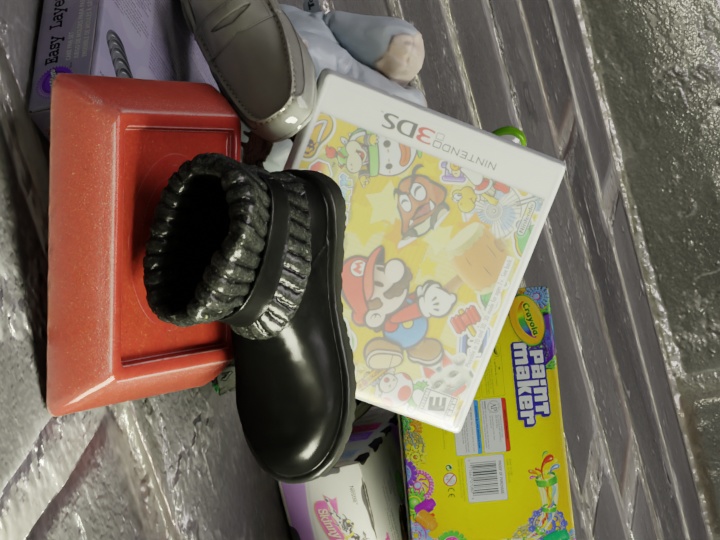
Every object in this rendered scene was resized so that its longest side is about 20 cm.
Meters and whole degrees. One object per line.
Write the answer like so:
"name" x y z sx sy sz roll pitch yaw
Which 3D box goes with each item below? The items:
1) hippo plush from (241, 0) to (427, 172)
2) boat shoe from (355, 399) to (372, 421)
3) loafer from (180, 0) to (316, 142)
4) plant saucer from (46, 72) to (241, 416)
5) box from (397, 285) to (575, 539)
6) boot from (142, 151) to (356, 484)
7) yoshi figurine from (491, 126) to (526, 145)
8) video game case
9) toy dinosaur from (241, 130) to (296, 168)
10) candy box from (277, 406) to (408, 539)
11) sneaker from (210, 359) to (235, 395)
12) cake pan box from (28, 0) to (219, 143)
"hippo plush" -0.039 -0.153 1.564 0.161 0.158 0.202 -21 99 -74
"boat shoe" -0.019 0.044 1.677 0.065 0.073 0.201 53 24 -34
"loafer" -0.086 -0.167 1.367 0.070 0.070 0.201 42 15 -50
"plant saucer" -0.126 -0.018 1.268 0.200 0.036 0.202 -7 99 -66
"box" 0.093 0.142 1.551 0.193 0.121 0.202 79 6 -69
"boot" -0.069 0.034 1.263 0.158 0.079 0.214 -7 94 -68
"yoshi figurine" 0.073 -0.071 1.800 0.113 0.199 0.113 59 -19 22
"video game case" 0.022 -0.011 1.378 0.023 0.180 0.202 -130 -119 -74
"toy dinosaur" -0.033 -0.047 1.443 0.086 0.134 0.202 -32 123 -75
"candy box" 0.009 0.212 1.638 0.200 0.071 0.170 -37 115 -73
"sneaker" -0.084 0.013 1.479 0.085 0.078 0.201 50 27 -26
"cake pan box" -0.149 -0.119 1.361 0.200 0.052 0.186 58 28 -51
